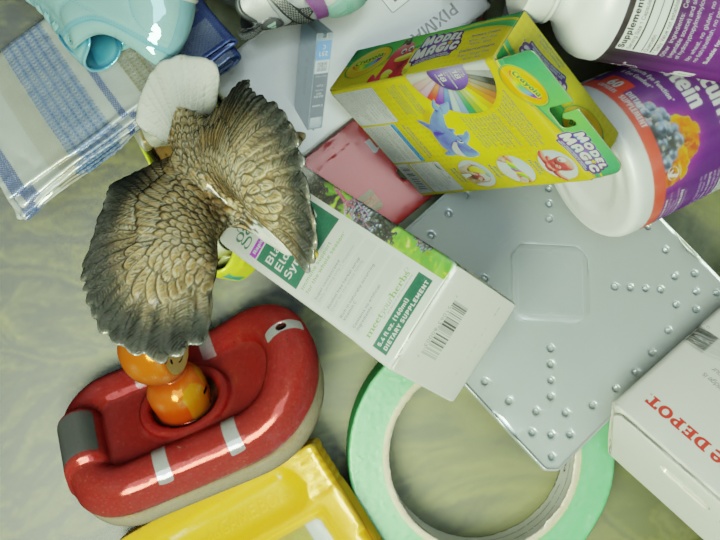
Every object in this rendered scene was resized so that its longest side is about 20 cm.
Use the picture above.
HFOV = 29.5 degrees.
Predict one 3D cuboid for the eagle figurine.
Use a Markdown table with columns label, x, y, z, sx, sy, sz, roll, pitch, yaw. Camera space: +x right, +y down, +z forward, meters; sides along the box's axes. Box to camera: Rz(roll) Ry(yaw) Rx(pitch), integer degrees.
| label | x | y | z | sx | sy | sz | roll | pitch | yaw |
| --- | --- | --- | --- | --- | --- | --- | --- | --- | --- |
| eagle figurine | -0.088 | -0.046 | 0.863 | 0.151 | 0.200 | 0.152 | 7 | 108 | 5 |

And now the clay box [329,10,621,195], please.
| label | x | y | z | sx | sy | sz | roll | pitch | yaw |
| --- | --- | --- | --- | --- | --- | --- | --- | --- | --- |
| clay box | 0.083 | -0.109 | 0.925 | 0.115 | 0.200 | 0.048 | 46 | 62 | -28 |

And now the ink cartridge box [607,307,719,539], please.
| label | x | y | z | sx | sy | sz | roll | pitch | yaw |
| --- | --- | --- | --- | --- | --- | --- | --- | --- | --- |
| ink cartridge box | 0.294 | 0.099 | 0.972 | 0.200 | 0.084 | 0.146 | -37 | 61 | -17 |

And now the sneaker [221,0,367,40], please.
| label | x | y | z | sx | sy | sz | roll | pitch | yaw |
| --- | --- | --- | --- | --- | --- | --- | --- | --- | --- |
| sneaker | -0.089 | -0.257 | 0.980 | 0.140 | 0.078 | 0.200 | -20 | 69 | -5 |

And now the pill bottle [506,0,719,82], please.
| label | x | y | z | sx | sy | sz | roll | pitch | yaw |
| --- | --- | --- | --- | --- | --- | --- | --- | --- | --- |
| pill bottle | 0.200 | -0.185 | 0.885 | 0.200 | 0.112 | 0.113 | 8 | 91 | -10 |

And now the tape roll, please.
| label | x | y | z | sx | sy | sz | roll | pitch | yaw |
| --- | --- | --- | --- | --- | --- | --- | --- | --- | --- |
| tape roll | 0.089 | 0.137 | 1.033 | 0.200 | 0.048 | 0.201 | 0 | 91 | -3 |

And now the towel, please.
| label | x | y | z | sx | sy | sz | roll | pitch | yaw |
| --- | --- | --- | --- | --- | --- | --- | --- | --- | --- |
| towel | -0.196 | -0.140 | 0.993 | 0.200 | 0.024 | 0.147 | -38 | 57 | -3 |

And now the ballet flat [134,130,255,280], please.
| label | x | y | z | sx | sy | sz | roll | pitch | yaw |
| --- | --- | --- | --- | --- | --- | --- | --- | --- | --- |
| ballet flat | -0.129 | -0.084 | 1.003 | 0.067 | 0.067 | 0.200 | -23 | 93 | 21 |

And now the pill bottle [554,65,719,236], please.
| label | x | y | z | sx | sy | sz | roll | pitch | yaw |
| --- | --- | --- | --- | --- | --- | --- | --- | --- | --- |
| pill bottle | 0.240 | -0.112 | 0.989 | 0.200 | 0.111 | 0.112 | -26 | 93 | -21 |

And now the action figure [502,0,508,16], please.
| label | x | y | z | sx | sy | sz | roll | pitch | yaw |
| --- | --- | --- | --- | --- | --- | --- | --- | --- | --- |
| action figure | 0.142 | -0.227 | 0.960 | 0.200 | 0.134 | 0.149 | 8 | 135 | -10 |

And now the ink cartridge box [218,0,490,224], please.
| label | x | y | z | sx | sy | sz | roll | pitch | yaw |
| --- | --- | --- | --- | --- | --- | --- | --- | --- | --- |
| ink cartridge box | 0.016 | -0.137 | 1.026 | 0.200 | 0.045 | 0.176 | -39 | 92 | -1 |

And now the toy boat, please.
| label | x | y | z | sx | sy | sz | roll | pitch | yaw |
| --- | --- | --- | --- | --- | --- | --- | --- | --- | --- |
| toy boat | -0.128 | 0.081 | 0.965 | 0.200 | 0.131 | 0.131 | -23 | 131 | -3 |

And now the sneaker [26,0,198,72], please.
| label | x | y | z | sx | sy | sz | roll | pitch | yaw |
| --- | --- | --- | --- | --- | --- | --- | --- | --- | --- |
| sneaker | -0.202 | -0.185 | 0.964 | 0.200 | 0.074 | 0.082 | 17 | 95 | 36 |

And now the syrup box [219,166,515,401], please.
| label | x | y | z | sx | sy | sz | roll | pitch | yaw |
| --- | --- | --- | --- | --- | --- | --- | --- | --- | --- |
| syrup box | 0.000 | 0.000 | 0.928 | 0.200 | 0.081 | 0.079 | 35 | 92 | 41 |

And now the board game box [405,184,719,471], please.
| label | x | y | z | sx | sy | sz | roll | pitch | yaw |
| --- | --- | --- | --- | --- | --- | --- | --- | --- | --- |
| board game box | 0.137 | 0.012 | 1.007 | 0.200 | 0.026 | 0.200 | -42 | 84 | -15 |

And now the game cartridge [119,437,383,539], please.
| label | x | y | z | sx | sy | sz | roll | pitch | yaw |
| --- | --- | --- | --- | --- | --- | --- | --- | --- | --- |
| game cartridge | -0.058 | 0.242 | 1.013 | 0.176 | 0.032 | 0.200 | -32 | 93 | 15 |
